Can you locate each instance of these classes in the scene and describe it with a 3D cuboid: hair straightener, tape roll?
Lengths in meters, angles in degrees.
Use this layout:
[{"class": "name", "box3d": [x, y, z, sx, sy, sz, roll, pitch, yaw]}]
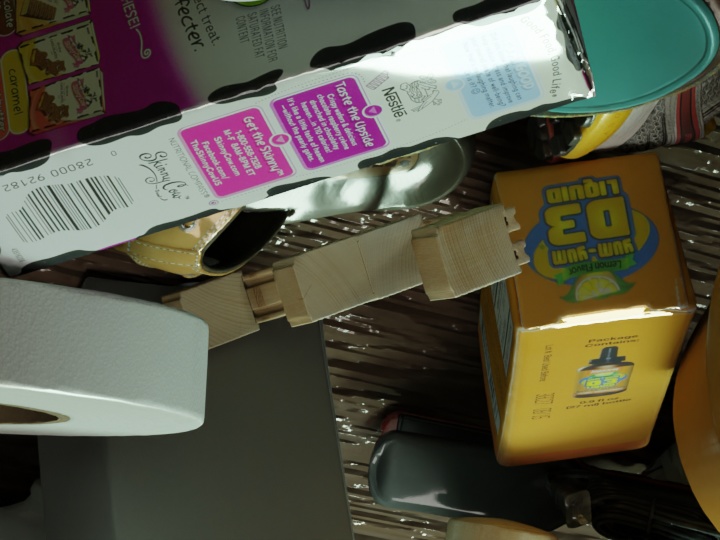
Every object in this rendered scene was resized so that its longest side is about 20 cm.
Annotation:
[{"class": "hair straightener", "box3d": [0.098, 0.105, 1.258, 0.199, 0.077, 0.041, 16, 103, 4]}, {"class": "tape roll", "box3d": [-0.151, 0.029, 1.023, 0.201, 0.037, 0.203, 4, 171, 1]}]

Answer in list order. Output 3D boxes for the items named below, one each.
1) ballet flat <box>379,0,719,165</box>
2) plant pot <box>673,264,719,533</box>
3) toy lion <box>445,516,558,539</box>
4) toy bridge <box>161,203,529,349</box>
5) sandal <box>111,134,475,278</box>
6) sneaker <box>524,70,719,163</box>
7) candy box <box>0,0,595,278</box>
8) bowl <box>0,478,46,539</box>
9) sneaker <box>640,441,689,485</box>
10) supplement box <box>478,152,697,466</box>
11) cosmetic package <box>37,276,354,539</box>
[{"class": "ballet flat", "box3d": [0.052, -0.084, 1.013, 0.199, 0.071, 0.071, -15, 151, 42]}, {"class": "plant pot", "box3d": [0.197, 0.041, 1.044, 0.199, 0.202, 0.183, 0, 170, -15]}, {"class": "toy lion", "box3d": [0.124, 0.148, 1.255, 0.199, 0.069, 0.192, 6, 176, 23]}, {"class": "toy bridge", "box3d": [0.000, 0.000, 1.105, 0.067, 0.027, 0.200, -20, -176, -33]}, {"class": "sandal", "box3d": [-0.048, -0.026, 1.098, 0.199, 0.055, 0.082, -4, 146, -21]}, {"class": "sneaker", "box3d": [0.126, -0.110, 1.035, 0.082, 0.078, 0.200, -1, 152, -26]}, {"class": "candy box", "box3d": [-0.038, -0.093, 0.947, 0.199, 0.137, 0.061, -17, 146, 10]}, {"class": "bowl", "box3d": [-0.105, 0.144, 1.267, 0.200, 0.091, 0.201, 16, -178, -1]}, {"class": "sneaker", "box3d": [0.161, 0.098, 1.324, 0.084, 0.073, 0.200, -7, 146, -9]}, {"class": "supplement box", "box3d": [0.083, 0.019, 1.152, 0.066, 0.069, 0.200, -7, 164, -3]}, {"class": "cosmetic package", "box3d": [-0.063, 0.108, 1.169, 0.106, 0.201, 0.090, 8, 139, -21]}]
